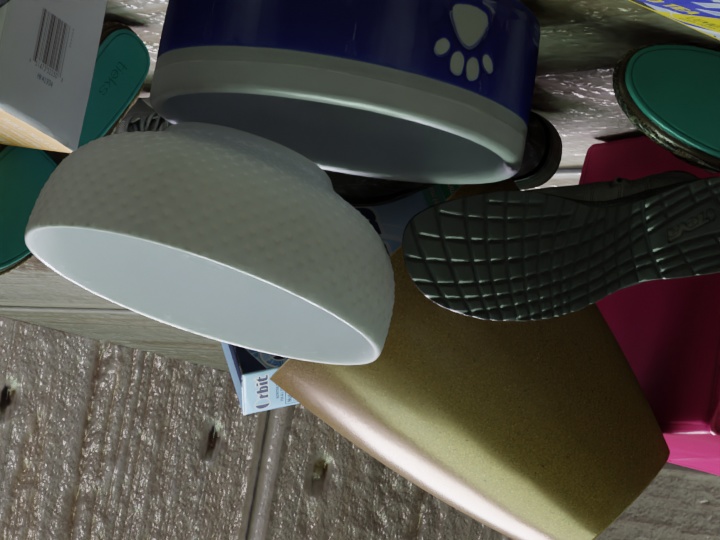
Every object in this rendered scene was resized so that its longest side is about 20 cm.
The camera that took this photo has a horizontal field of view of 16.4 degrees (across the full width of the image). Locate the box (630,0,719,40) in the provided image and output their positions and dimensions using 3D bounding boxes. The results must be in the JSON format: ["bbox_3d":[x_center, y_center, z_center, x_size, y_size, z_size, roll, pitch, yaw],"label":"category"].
[{"bbox_3d":[0.168,-0.131,1.029,0.199,0.065,0.070,16,171,-40],"label":"box"}]

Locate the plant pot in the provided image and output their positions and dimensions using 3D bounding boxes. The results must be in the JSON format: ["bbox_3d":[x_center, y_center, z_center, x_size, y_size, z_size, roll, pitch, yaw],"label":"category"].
[{"bbox_3d":[0.080,0.068,1.463,0.200,0.186,0.186,46,172,2],"label":"plant pot"}]

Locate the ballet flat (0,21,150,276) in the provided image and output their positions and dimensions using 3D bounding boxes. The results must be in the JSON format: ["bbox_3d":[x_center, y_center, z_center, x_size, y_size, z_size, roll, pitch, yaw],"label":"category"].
[{"bbox_3d":[-0.198,-0.069,1.505,0.065,0.200,0.071,-3,131,47],"label":"ballet flat"}]

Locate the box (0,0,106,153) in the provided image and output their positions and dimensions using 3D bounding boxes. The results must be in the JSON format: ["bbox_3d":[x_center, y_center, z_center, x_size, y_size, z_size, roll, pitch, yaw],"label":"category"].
[{"bbox_3d":[-0.265,-0.137,1.425,0.199,0.098,0.124,8,172,19],"label":"box"}]

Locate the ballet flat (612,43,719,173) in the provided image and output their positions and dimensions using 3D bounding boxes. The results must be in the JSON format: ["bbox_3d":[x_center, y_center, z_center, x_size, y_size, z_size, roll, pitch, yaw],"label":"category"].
[{"bbox_3d":[0.225,-0.074,1.345,0.199,0.068,0.075,8,163,-7],"label":"ballet flat"}]

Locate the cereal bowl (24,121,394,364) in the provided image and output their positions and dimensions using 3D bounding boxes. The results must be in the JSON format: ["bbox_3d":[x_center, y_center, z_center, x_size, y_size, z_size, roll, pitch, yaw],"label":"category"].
[{"bbox_3d":[-0.072,-0.022,1.313,0.199,0.084,0.200,16,166,4],"label":"cereal bowl"}]

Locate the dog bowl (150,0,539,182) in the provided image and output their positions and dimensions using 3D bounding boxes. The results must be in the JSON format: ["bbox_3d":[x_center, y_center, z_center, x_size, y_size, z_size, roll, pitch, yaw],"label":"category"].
[{"bbox_3d":[-0.007,-0.107,1.318,0.199,0.079,0.200,10,173,1],"label":"dog bowl"}]

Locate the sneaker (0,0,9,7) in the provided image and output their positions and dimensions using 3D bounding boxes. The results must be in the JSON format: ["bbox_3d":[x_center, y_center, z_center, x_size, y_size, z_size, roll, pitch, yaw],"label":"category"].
[{"bbox_3d":[-0.156,-0.163,1.201,0.087,0.076,0.200,5,173,-6],"label":"sneaker"}]

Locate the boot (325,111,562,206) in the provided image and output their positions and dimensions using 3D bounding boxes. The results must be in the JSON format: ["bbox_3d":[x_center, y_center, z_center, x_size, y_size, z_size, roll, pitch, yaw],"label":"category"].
[{"bbox_3d":[0.023,-0.094,1.513,0.199,0.070,0.174,-4,168,19],"label":"boot"}]

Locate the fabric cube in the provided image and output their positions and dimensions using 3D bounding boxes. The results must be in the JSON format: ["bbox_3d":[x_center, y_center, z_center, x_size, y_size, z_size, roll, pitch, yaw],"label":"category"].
[{"bbox_3d":[0.256,0.026,1.565,0.199,0.197,0.199,14,172,-24],"label":"fabric cube"}]

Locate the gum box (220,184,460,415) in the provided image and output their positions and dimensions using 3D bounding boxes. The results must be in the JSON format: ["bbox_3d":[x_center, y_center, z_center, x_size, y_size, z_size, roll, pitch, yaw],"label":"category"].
[{"bbox_3d":[0.000,0.000,1.620,0.199,0.170,0.045,-11,138,-11],"label":"gum box"}]

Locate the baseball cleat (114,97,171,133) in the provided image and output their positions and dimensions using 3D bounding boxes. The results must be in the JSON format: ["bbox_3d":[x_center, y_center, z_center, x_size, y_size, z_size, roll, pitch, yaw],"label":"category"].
[{"bbox_3d":[-0.121,-0.099,1.685,0.199,0.070,0.106,-4,162,22],"label":"baseball cleat"}]

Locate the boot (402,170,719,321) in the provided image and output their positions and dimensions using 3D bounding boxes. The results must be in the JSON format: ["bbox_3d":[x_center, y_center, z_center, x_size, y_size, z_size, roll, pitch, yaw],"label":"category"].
[{"bbox_3d":[0.110,-0.016,1.357,0.199,0.070,0.132,-3,-174,-11],"label":"boot"}]
